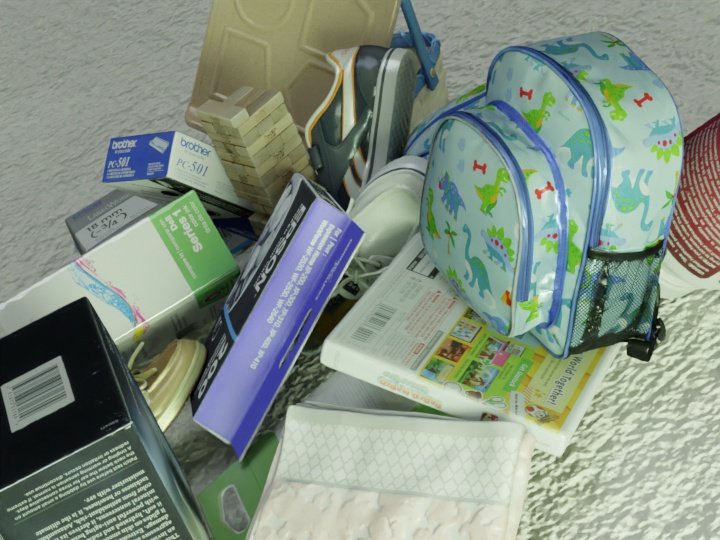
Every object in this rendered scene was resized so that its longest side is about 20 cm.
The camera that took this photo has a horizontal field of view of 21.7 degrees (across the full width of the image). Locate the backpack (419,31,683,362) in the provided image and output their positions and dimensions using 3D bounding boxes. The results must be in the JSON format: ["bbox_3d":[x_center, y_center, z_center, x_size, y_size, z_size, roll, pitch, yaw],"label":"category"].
[{"bbox_3d":[0.136,-0.058,1.328,0.146,0.202,0.183,-8,36,-27],"label":"backpack"}]

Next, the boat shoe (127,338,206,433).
[{"bbox_3d":[-0.201,0.125,1.490,0.200,0.063,0.073,-49,13,-3],"label":"boat shoe"}]

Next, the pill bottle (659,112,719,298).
[{"bbox_3d":[0.273,-0.056,1.351,0.200,0.113,0.113,-37,12,52],"label":"pill bottle"}]

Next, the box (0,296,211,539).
[{"bbox_3d":[-0.190,0.160,1.351,0.122,0.200,0.200,-26,30,-5],"label":"box"}]

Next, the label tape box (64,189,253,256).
[{"bbox_3d":[-0.206,-0.050,1.815,0.143,0.064,0.200,-32,31,-10],"label":"label tape box"}]

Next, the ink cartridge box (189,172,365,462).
[{"bbox_3d":[-0.071,0.031,1.465,0.199,0.043,0.200,-61,13,5],"label":"ink cartridge box"}]

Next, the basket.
[{"bbox_3d":[-0.006,-0.177,1.718,0.175,0.201,0.139,-7,32,33],"label":"basket"}]

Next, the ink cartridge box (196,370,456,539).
[{"bbox_3d":[-0.019,0.141,1.370,0.200,0.059,0.104,-41,31,3],"label":"ink cartridge box"}]

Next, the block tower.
[{"bbox_3d":[-0.067,-0.064,1.596,0.058,0.201,0.054,-42,35,-26],"label":"block tower"}]

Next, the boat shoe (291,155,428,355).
[{"bbox_3d":[-0.004,-0.002,1.496,0.202,0.074,0.086,-50,3,37],"label":"boat shoe"}]

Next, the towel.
[{"bbox_3d":[0.008,0.183,1.253,0.198,0.032,0.193,3,65,32],"label":"towel"}]

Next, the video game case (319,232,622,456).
[{"bbox_3d":[0.089,0.048,1.355,0.180,0.023,0.200,21,29,13],"label":"video game case"}]

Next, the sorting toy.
[{"bbox_3d":[-0.056,-0.197,1.659,0.184,0.202,0.036,23,15,25],"label":"sorting toy"}]

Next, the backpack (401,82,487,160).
[{"bbox_3d":[0.112,-0.074,1.527,0.199,0.163,0.155,-4,49,47],"label":"backpack"}]

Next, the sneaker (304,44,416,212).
[{"bbox_3d":[-0.004,-0.090,1.583,0.079,0.202,0.078,10,6,18],"label":"sneaker"}]

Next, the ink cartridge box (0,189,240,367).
[{"bbox_3d":[-0.204,0.030,1.609,0.199,0.084,0.145,-31,-9,-7],"label":"ink cartridge box"}]

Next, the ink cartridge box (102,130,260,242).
[{"bbox_3d":[-0.120,-0.070,1.651,0.093,0.199,0.045,-1,74,45],"label":"ink cartridge box"}]
